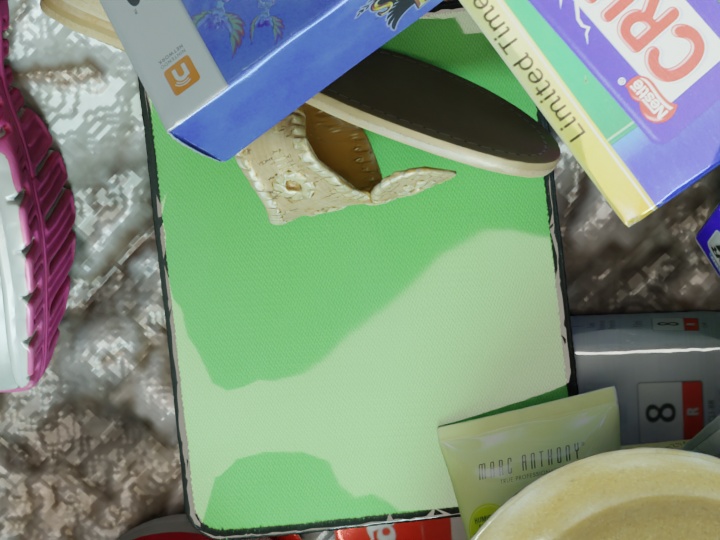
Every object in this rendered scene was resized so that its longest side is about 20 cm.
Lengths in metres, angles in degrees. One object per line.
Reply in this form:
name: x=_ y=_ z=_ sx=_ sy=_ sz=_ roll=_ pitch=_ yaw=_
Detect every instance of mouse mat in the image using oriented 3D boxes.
mouse mat: x=0.000 y=0.000 z=1.078 sx=0.160 sy=0.008 sz=0.201 roll=-6 pitch=91 yaw=6

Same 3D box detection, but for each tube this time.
tube: x=0.078 y=0.149 z=1.039 sx=0.058 sy=0.052 sz=0.201 roll=-7 pitch=80 yaw=-15

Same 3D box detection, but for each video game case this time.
video game case: x=-0.020 y=-0.169 z=0.979 sx=0.200 sy=0.045 sz=0.182 roll=-36 pitch=65 yaw=15

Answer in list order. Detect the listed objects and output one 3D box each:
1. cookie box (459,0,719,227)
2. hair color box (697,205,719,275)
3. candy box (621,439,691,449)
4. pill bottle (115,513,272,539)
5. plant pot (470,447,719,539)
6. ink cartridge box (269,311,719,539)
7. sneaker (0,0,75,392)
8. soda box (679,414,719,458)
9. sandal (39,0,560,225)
cookie box: x=0.129 y=-0.145 z=1.008 sx=0.200 sy=0.075 sz=0.171 roll=-36 pitch=97 yaw=15
hair color box: x=0.196 y=-0.041 z=0.962 sx=0.109 sy=0.200 sz=0.065 roll=-29 pitch=77 yaw=-13
candy box: x=0.199 y=0.122 z=1.079 sx=0.199 sy=0.055 sz=0.116 roll=-4 pitch=108 yaw=-13
pill bottle: x=-0.085 y=0.184 z=1.068 sx=0.112 sy=0.200 sz=0.113 roll=5 pitch=111 yaw=12
plant pot: x=0.108 y=0.163 z=0.971 sx=0.199 sy=0.027 sz=0.201 roll=-3 pitch=85 yaw=33
ink cartridge box: x=0.056 y=0.101 z=1.117 sx=0.199 sy=0.050 sz=0.163 roll=-4 pitch=108 yaw=2
sneaker: x=-0.170 y=-0.046 z=1.072 sx=0.088 sy=0.081 sz=0.201 roll=-13 pitch=99 yaw=10
soda box: x=0.220 y=0.043 z=1.019 sx=0.199 sy=0.063 sz=0.068 roll=-28 pitch=80 yaw=-20
sandal: x=-0.029 y=-0.054 z=1.052 sx=0.211 sy=0.078 sz=0.070 roll=23 pitch=113 yaw=11
